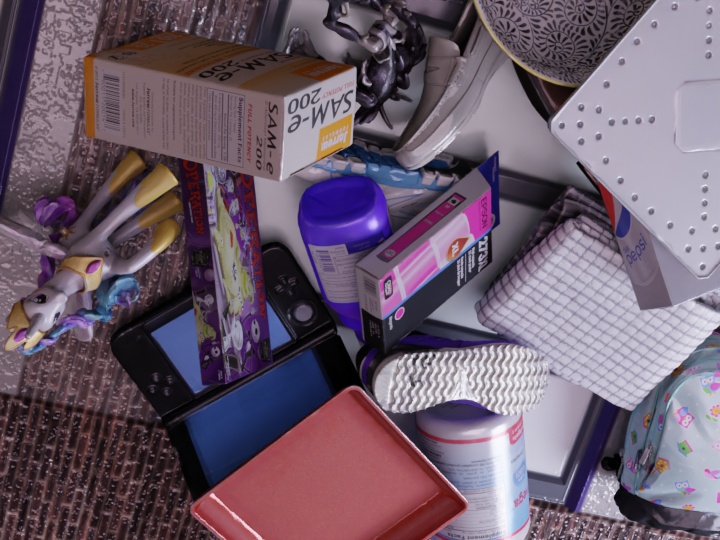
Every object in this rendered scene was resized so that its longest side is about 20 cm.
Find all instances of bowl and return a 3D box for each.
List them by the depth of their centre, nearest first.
[{"bbox_3d":[0.168,-0.249,1.155,0.198,0.094,0.204,1,87,-15],"label":"bowl"}]

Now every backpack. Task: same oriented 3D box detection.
[{"bbox_3d":[0.349,0.165,1.373,0.165,0.127,0.203,6,108,-7],"label":"backpack"}]

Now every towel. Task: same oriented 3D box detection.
[{"bbox_3d":[0.230,0.027,1.305,0.199,0.086,0.166,29,129,-13],"label":"towel"}]

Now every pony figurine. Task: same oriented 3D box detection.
[{"bbox_3d":[-0.253,-0.017,1.203,0.200,0.193,0.167,-43,115,-10],"label":"pony figurine"}]

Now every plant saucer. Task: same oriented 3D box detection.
[{"bbox_3d":[-0.029,0.214,1.281,0.199,0.037,0.200,-37,120,9],"label":"plant saucer"}]

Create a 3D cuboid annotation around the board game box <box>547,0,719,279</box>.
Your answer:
[{"bbox_3d":[0.282,-0.130,1.120,0.200,0.026,0.200,41,92,-17],"label":"board game box"}]

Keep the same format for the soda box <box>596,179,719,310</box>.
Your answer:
[{"bbox_3d":[0.257,-0.070,1.195,0.068,0.063,0.202,-19,91,-17],"label":"soda box"}]

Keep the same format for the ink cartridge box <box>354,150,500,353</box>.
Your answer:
[{"bbox_3d":[0.075,-0.019,1.241,0.200,0.037,0.095,-41,143,-30],"label":"ink cartridge box"}]

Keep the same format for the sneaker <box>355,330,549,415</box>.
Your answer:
[{"bbox_3d":[0.084,0.089,1.291,0.198,0.099,0.071,5,102,-27],"label":"sneaker"}]

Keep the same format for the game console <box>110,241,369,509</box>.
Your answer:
[{"bbox_3d":[-0.113,0.104,1.288,0.198,0.117,0.177,-29,121,4],"label":"game console"}]

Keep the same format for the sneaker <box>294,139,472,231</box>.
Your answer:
[{"bbox_3d":[0.003,-0.073,1.262,0.197,0.075,0.088,11,116,-12],"label":"sneaker"}]

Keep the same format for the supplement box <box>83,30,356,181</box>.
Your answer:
[{"bbox_3d":[-0.118,-0.143,1.139,0.198,0.126,0.074,14,115,23],"label":"supplement box"}]

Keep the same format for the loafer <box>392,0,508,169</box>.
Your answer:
[{"bbox_3d":[0.084,-0.184,1.217,0.070,0.070,0.201,35,84,-20],"label":"loafer"}]

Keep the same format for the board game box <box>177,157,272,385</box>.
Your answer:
[{"bbox_3d":[-0.120,-0.006,1.213,0.032,0.120,0.203,-5,94,13],"label":"board game box"}]

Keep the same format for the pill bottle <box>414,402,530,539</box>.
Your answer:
[{"bbox_3d":[0.117,0.219,1.372,0.107,0.109,0.202,-9,113,-4],"label":"pill bottle"}]

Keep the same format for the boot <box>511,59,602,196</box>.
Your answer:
[{"bbox_3d":[0.261,-0.190,1.257,0.199,0.064,0.187,-39,111,5],"label":"boot"}]

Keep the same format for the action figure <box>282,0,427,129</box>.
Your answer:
[{"bbox_3d":[0.000,-0.211,1.190,0.119,0.102,0.201,-46,155,-17],"label":"action figure"}]

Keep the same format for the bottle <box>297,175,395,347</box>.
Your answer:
[{"bbox_3d":[0.000,0.000,1.259,0.082,0.066,0.201,-10,139,7],"label":"bottle"}]
